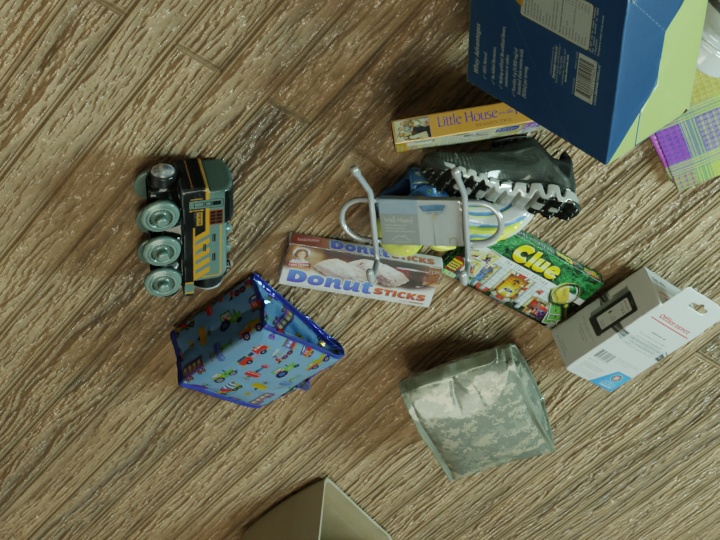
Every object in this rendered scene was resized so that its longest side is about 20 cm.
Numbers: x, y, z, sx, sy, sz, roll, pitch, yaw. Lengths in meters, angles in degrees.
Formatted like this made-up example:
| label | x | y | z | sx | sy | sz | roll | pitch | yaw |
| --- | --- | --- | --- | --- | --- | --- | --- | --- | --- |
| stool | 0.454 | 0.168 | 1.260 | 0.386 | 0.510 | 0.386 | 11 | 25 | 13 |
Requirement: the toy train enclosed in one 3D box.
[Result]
| label | x | y | z | sx | sy | sz | roll | pitch | yaw |
| --- | --- | --- | --- | --- | --- | --- | --- | --- | --- |
| toy train | -0.209 | -0.048 | 1.633 | 0.113 | 0.085 | 0.201 | -7 | 134 | -13 |

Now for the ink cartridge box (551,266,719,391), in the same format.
| label | x | y | z | sx | sy | sz | roll | pitch | yaw |
| --- | --- | --- | --- | --- | --- | --- | --- | --- | --- |
| ink cartridge box | 0.369 | 0.069 | 1.802 | 0.200 | 0.068 | 0.116 | -37 | 139 | 26 |

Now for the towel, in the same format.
| label | x | y | z | sx | sy | sz | roll | pitch | yaw |
| --- | --- | --- | --- | --- | --- | --- | --- | --- | --- |
| towel | 0.407 | -0.189 | 1.609 | 0.143 | 0.023 | 0.200 | -23 | 132 | 14 |

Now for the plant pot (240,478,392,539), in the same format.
| label | x | y | z | sx | sy | sz | roll | pitch | yaw |
| --- | --- | --- | --- | --- | --- | --- | --- | --- | --- |
| plant pot | -0.082 | 0.463 | 2.058 | 0.176 | 0.200 | 0.200 | -19 | 134 | 26 |

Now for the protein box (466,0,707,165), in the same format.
| label | x | y | z | sx | sy | sz | roll | pitch | yaw |
| --- | --- | --- | --- | --- | --- | --- | --- | --- | --- |
| protein box | 0.226 | -0.255 | 1.378 | 0.135 | 0.200 | 0.199 | -32 | 141 | -28 |

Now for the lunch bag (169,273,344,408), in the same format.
| label | x | y | z | sx | sy | sz | roll | pitch | yaw |
| --- | --- | --- | --- | --- | --- | --- | --- | --- | --- |
| lunch bag | -0.126 | 0.116 | 1.798 | 0.150 | 0.094 | 0.200 | -34 | 137 | 20 |

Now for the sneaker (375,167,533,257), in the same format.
| label | x | y | z | sx | sy | sz | roll | pitch | yaw |
| --- | --- | --- | --- | --- | --- | --- | --- | --- | --- |
| sneaker | 0.109 | -0.079 | 1.641 | 0.199 | 0.076 | 0.105 | -16 | 132 | 9 |

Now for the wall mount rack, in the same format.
| label | x | y | z | sx | sy | sz | roll | pitch | yaw |
| --- | --- | --- | --- | --- | --- | --- | --- | --- | --- |
| wall mount rack | 0.063 | -0.063 | 1.575 | 0.199 | 0.075 | 0.174 | 1 | 127 | 12 |

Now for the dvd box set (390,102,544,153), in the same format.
| label | x | y | z | sx | sy | sz | roll | pitch | yaw |
| --- | --- | --- | --- | --- | --- | --- | --- | --- | --- |
| dvd box set | 0.134 | -0.165 | 1.532 | 0.199 | 0.146 | 0.030 | -9 | 90 | 3 |

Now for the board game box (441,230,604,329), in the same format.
| label | x | y | z | sx | sy | sz | roll | pitch | yaw |
| --- | --- | --- | --- | --- | --- | --- | --- | --- | --- |
| board game box | 0.209 | 0.003 | 1.767 | 0.200 | 0.024 | 0.105 | 26 | 123 | -28 |

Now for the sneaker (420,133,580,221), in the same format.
| label | x | y | z | sx | sy | sz | roll | pitch | yaw |
| --- | --- | --- | --- | --- | --- | --- | --- | --- | --- |
| sneaker | 0.166 | -0.122 | 1.605 | 0.199 | 0.091 | 0.066 | 12 | 158 | -12 |

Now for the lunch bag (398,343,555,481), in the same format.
| label | x | y | z | sx | sy | sz | roll | pitch | yaw |
| --- | --- | --- | --- | --- | --- | --- | --- | --- | --- |
| lunch bag | 0.157 | 0.178 | 1.859 | 0.163 | 0.118 | 0.200 | -18 | 137 | 12 |

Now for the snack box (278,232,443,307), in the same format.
| label | x | y | z | sx | sy | sz | roll | pitch | yaw |
| --- | --- | --- | --- | --- | --- | --- | --- | --- | --- |
| snack box | 0.000 | 0.000 | 1.730 | 0.199 | 0.024 | 0.072 | 9 | 132 | -10 |

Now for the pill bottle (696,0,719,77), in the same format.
| label | x | y | z | sx | sy | sz | roll | pitch | yaw |
| --- | --- | --- | --- | --- | --- | --- | --- | --- | --- |
| pill bottle | 0.415 | -0.307 | 1.436 | 0.113 | 0.113 | 0.200 | 24 | 126 | -26 |
